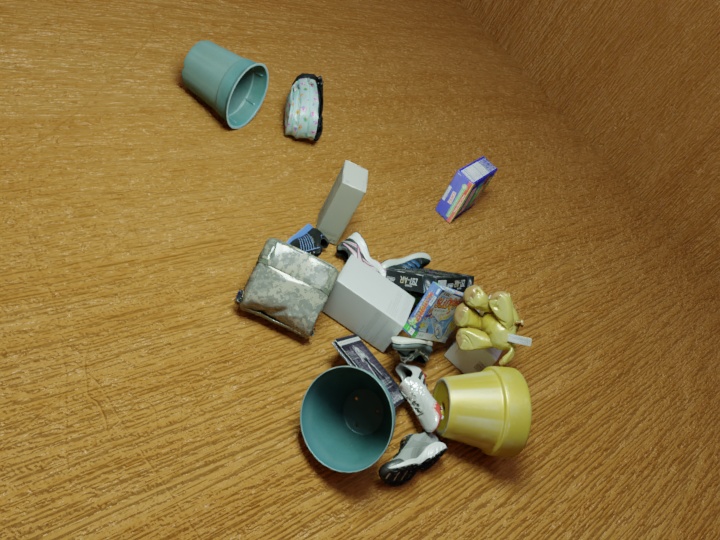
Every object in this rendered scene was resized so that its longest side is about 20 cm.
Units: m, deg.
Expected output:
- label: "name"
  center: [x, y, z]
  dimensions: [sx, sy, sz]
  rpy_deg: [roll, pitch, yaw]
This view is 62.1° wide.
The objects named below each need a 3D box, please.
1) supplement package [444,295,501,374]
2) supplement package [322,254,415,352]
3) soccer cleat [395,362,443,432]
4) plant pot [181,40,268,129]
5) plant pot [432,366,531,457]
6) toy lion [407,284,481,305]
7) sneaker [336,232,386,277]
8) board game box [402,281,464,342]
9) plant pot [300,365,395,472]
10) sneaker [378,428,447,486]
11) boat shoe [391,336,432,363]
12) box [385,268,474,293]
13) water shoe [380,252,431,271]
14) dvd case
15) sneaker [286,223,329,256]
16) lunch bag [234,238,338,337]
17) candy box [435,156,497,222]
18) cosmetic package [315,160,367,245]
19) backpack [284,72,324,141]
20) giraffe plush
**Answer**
- label: "supplement package"
  center: [0.331, 0.181, 1.618]
  dimensions: [0.109, 0.115, 0.200]
  rpy_deg: [40, 42, 7]
- label: "supplement package"
  center: [0.017, 0.082, 1.491]
  dimensions: [0.197, 0.118, 0.118]
  rpy_deg: [34, 41, -3]
- label: "soccer cleat"
  center: [0.131, 0.292, 1.387]
  dimensions: [0.084, 0.069, 0.202]
  rpy_deg: [29, 23, -25]
- label: "plant pot"
  center: [-0.401, -0.555, 1.742]
  dimensions: [0.194, 0.203, 0.200]
  rpy_deg: [33, 40, 9]
- label: "plant pot"
  center: [0.271, 0.325, 1.398]
  dimensions: [0.183, 0.203, 0.205]
  rpy_deg: [6, 47, -12]
- label: "toy lion"
  center: [0.226, 0.073, 1.650]
  dimensions: [0.186, 0.071, 0.199]
  rpy_deg: [13, 14, 17]
- label: "sneaker"
  center: [0.000, 0.000, 1.602]
  dimensions: [0.085, 0.081, 0.202]
  rpy_deg: [-24, 64, -25]
- label: "board game box"
  center: [0.194, 0.107, 1.473]
  dimensions: [0.034, 0.137, 0.198]
  rpy_deg: [39, 12, 32]
- label: "plant pot"
  center: [-0.011, 0.299, 1.241]
  dimensions: [0.201, 0.200, 0.134]
  rpy_deg: [49, 9, 16]
- label: "sneaker"
  center: [0.103, 0.403, 1.300]
  dimensions: [0.197, 0.075, 0.080]
  rpy_deg: [-9, 48, -47]
- label: "boat shoe"
  center: [0.126, 0.196, 1.450]
  dimensions: [0.071, 0.064, 0.199]
  rpy_deg: [7, -5, 26]
- label: "box"
  center: [0.183, 0.026, 1.564]
  dimensions: [0.157, 0.045, 0.197]
  rpy_deg: [9, 7, 38]
- label: "water shoe"
  center: [0.127, 0.008, 1.680]
  dimensions: [0.196, 0.072, 0.081]
  rpy_deg: [-13, 68, -34]
- label: "dvd case"
  center: [0.024, 0.233, 1.384]
  dimensions: [0.201, 0.016, 0.148]
  rpy_deg: [50, 14, 13]
- label: "sneaker"
  center: [-0.147, -0.050, 1.534]
  dimensions: [0.077, 0.071, 0.201]
  rpy_deg: [33, 41, 5]
- label: "lunch bag"
  center: [-0.170, 0.044, 1.380]
  dimensions: [0.196, 0.139, 0.172]
  rpy_deg: [26, 72, -12]
- label: "candy box"
  center: [0.357, -0.275, 2.013]
  dimensions: [0.077, 0.171, 0.199]
  rpy_deg: [42, 42, 15]
- label: "cosmetic package"
  center: [-0.053, -0.181, 1.619]
  dimensions: [0.071, 0.201, 0.105]
  rpy_deg: [21, 43, -14]
- label: "backpack"
  center: [-0.177, -0.498, 1.879]
  dimensions: [0.122, 0.169, 0.204]
  rpy_deg: [1, 51, -7]
- label: "giraffe plush"
  center: [0.341, 0.125, 1.490]
  dimensions: [0.197, 0.176, 0.161]
  rpy_deg: [28, 17, 18]
